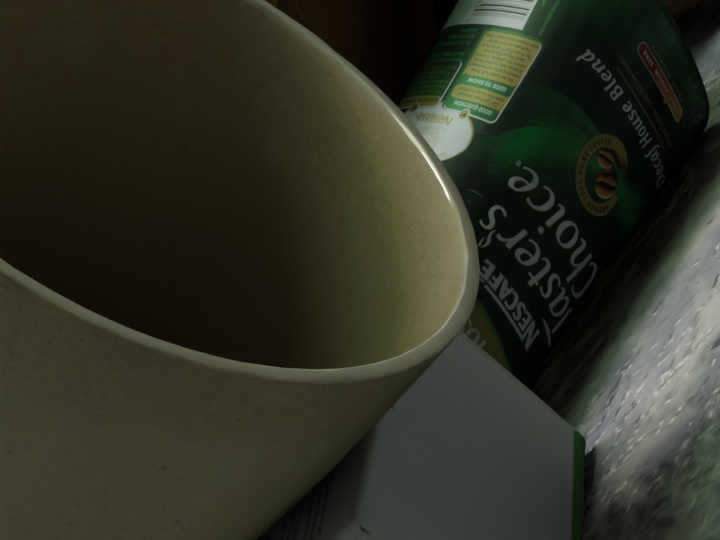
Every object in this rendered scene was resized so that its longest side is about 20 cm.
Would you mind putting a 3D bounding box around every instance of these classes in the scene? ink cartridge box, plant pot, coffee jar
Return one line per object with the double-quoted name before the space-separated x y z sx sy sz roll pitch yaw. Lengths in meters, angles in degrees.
"ink cartridge box" -0.028 0.124 0.657 0.200 0.084 0.145 -45 13 23
"plant pot" -0.095 0.033 0.606 0.200 0.187 0.187 -58 6 31
"coffee jar" 0.042 -0.016 0.769 0.085 0.104 0.200 13 60 42

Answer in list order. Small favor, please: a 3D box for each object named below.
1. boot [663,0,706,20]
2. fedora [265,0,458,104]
"boot" 0.050 -0.138 0.940 0.155 0.200 0.074 170 114 -70
"fedora" -0.020 -0.071 0.816 0.082 0.201 0.201 12 59 43
